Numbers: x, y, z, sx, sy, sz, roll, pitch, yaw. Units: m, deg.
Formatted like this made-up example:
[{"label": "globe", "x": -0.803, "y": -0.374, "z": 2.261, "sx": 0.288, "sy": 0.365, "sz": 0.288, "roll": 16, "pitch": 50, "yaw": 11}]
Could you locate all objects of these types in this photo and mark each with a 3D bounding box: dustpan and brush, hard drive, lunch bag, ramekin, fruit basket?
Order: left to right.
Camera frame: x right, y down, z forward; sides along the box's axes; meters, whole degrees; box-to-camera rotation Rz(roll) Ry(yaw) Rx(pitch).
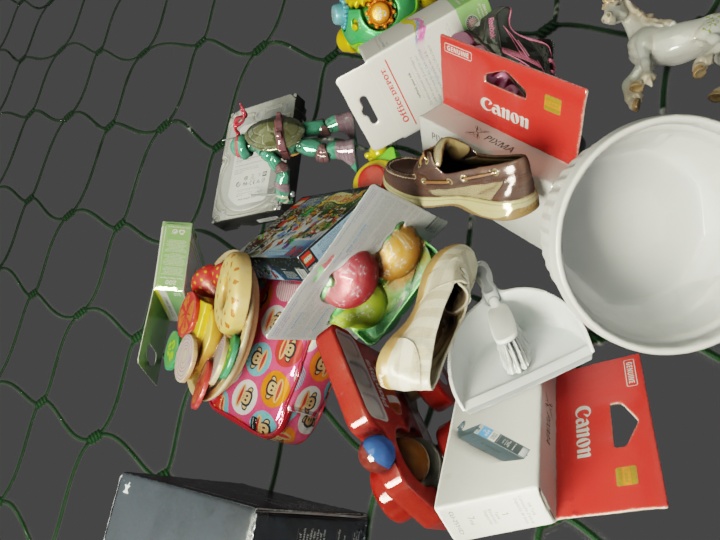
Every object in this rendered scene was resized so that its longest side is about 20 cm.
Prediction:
[{"label": "hard drive", "x": -0.156, "y": -0.167, "z": 1.035, "sx": 0.139, "sy": 0.038, "sz": 0.201, "roll": -7, "pitch": 65, "yaw": 32}, {"label": "lunch bag", "x": -0.109, "y": 0.105, "z": 0.861, "sx": 0.176, "sy": 0.082, "sz": 0.201, "roll": 15, "pitch": 80, "yaw": 42}, {"label": "fruit basket", "x": 0.000, "y": 0.000, "z": 0.722, "sx": 0.094, "sy": 0.200, "sz": 0.186, "roll": 43, "pitch": 104, "yaw": 30}, {"label": "dustpan and brush", "x": 0.146, "y": 0.048, "z": 0.701, "sx": 0.139, "sy": 0.057, "sz": 0.200, "roll": -28, "pitch": 19, "yaw": 13}, {"label": "ramekin", "x": 0.258, "y": -0.033, "z": 0.601, "sx": 0.199, "sy": 0.105, "sz": 0.201, "roll": 0, "pitch": 98, "yaw": 0}]

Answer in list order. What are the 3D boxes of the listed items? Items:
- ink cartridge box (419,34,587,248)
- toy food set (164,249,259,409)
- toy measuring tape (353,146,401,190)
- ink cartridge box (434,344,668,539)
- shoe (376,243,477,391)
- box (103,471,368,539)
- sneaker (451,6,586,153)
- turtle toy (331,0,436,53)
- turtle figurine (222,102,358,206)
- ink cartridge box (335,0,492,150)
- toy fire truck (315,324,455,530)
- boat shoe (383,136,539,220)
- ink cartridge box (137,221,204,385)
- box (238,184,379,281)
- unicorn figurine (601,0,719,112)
[{"label": "ink cartridge box", "x": 0.144, "y": -0.139, "z": 0.724, "sx": 0.045, "sy": 0.177, "sz": 0.200, "roll": -33, "pitch": 47, "yaw": -21}, {"label": "toy food set", "x": -0.185, "y": 0.069, "z": 0.840, "sx": 0.200, "sy": 0.048, "sz": 0.199, "roll": 14, "pitch": 88, "yaw": 58}, {"label": "toy measuring tape", "x": 0.032, "y": -0.071, "z": 0.851, "sx": 0.073, "sy": 0.073, "sz": 0.201, "roll": -20, "pitch": 70, "yaw": 26}, {"label": "ink cartridge box", "x": 0.167, "y": 0.139, "z": 0.604, "sx": 0.175, "sy": 0.045, "sz": 0.200, "roll": -21, "pitch": 21, "yaw": 25}, {"label": "shoe", "x": 0.084, "y": 0.046, "z": 0.678, "sx": 0.053, "sy": 0.070, "sz": 0.200, "roll": 1, "pitch": 41, "yaw": 36}, {"label": "box", "x": -0.132, "y": 0.297, "z": 0.712, "sx": 0.199, "sy": 0.196, "sz": 0.125, "roll": 0, "pitch": 70, "yaw": 35}, {"label": "sneaker", "x": 0.194, "y": -0.215, "z": 0.755, "sx": 0.095, "sy": 0.079, "sz": 0.200, "roll": -41, "pitch": 87, "yaw": 1}, {"label": "turtle toy", "x": 0.030, "y": -0.406, "z": 0.971, "sx": 0.145, "sy": 0.101, "sz": 0.201, "roll": 14, "pitch": 78, "yaw": 37}, {"label": "turtle figurine", "x": -0.104, "y": -0.170, "z": 0.934, "sx": 0.199, "sy": 0.101, "sz": 0.151, "roll": -6, "pitch": 67, "yaw": 5}, {"label": "ink cartridge box", "x": 0.076, "y": -0.249, "z": 0.833, "sx": 0.199, "sy": 0.117, "sz": 0.067, "roll": -27, "pitch": 35, "yaw": 9}, {"label": "toy fire truck", "x": 0.032, "y": 0.161, "z": 0.678, "sx": 0.112, "sy": 0.168, "sz": 0.201, "roll": -35, "pitch": 54, "yaw": 17}, {"label": "boat shoe", "x": 0.096, "y": -0.107, "z": 0.700, "sx": 0.072, "sy": 0.072, "sz": 0.200, "roll": -32, "pitch": 33, "yaw": -27}, {"label": "ink cartridge box", "x": -0.263, "y": 0.051, "z": 0.947, "sx": 0.048, "sy": 0.146, "sz": 0.201, "roll": 4, "pitch": 68, "yaw": -5}, {"label": "box", "x": -0.065, "y": -0.045, "z": 0.838, "sx": 0.137, "sy": 0.038, "sz": 0.200, "roll": -44, "pitch": 22, "yaw": -23}, {"label": "unicorn figurine", "x": 0.330, "y": -0.244, "z": 0.724, "sx": 0.199, "sy": 0.074, "sz": 0.138, "roll": 10, "pitch": 66, "yaw": 22}]
